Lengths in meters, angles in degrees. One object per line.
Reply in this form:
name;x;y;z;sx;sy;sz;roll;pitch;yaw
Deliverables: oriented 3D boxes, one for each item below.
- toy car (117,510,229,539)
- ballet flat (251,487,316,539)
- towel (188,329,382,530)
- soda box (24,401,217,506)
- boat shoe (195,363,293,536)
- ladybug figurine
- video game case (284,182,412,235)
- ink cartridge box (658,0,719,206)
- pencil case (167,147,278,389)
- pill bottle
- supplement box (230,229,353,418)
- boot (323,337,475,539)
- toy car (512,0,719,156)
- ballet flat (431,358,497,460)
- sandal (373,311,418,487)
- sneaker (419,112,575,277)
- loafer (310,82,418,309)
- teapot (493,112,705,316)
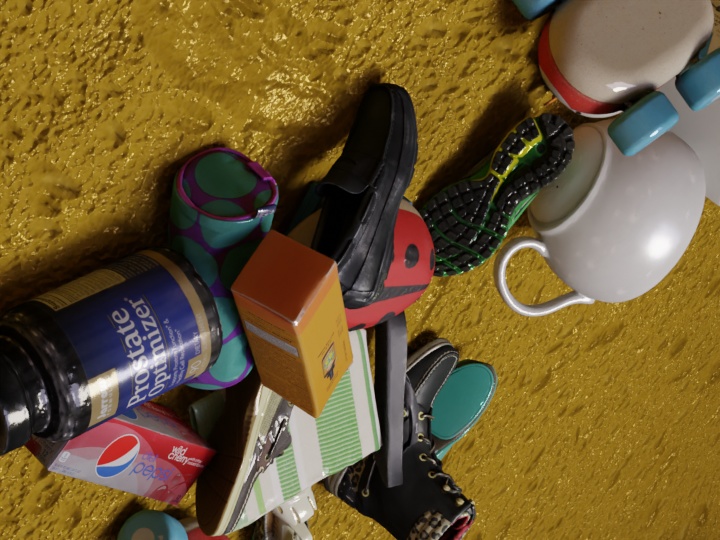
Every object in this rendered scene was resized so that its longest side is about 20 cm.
toy car;-0.148;0.350;1.818;0.177;0.200;0.184;-48;150;-3
ballet flat;-0.072;0.237;1.941;0.072;0.072;0.201;-32;145;-28
towel;-0.067;0.145;1.819;0.200;0.023;0.153;-27;124;-31
soda box;-0.208;0.141;1.649;0.063;0.070;0.200;-54;150;5
boat shoe;-0.091;0.143;1.728;0.065;0.073;0.200;13;99;-33
ladybug figurine;0.000;0.000;1.732;0.200;0.072;0.136;-13;133;-47
video game case;-0.044;0.013;1.779;0.143;0.018;0.200;5;120;-54
ink cartridge box;0.400;-0.191;2.016;0.200;0.147;0.145;-27;143;-35
pencil case;-0.116;0.001;1.603;0.092;0.085;0.200;-16;137;-28
pill bottle;-0.215;0.065;1.513;0.200;0.112;0.112;-27;143;-35
supplement box;-0.053;0.047;1.598;0.067;0.069;0.200;-57;161;-21
boot;0.072;0.188;1.991;0.204;0.154;0.073;-54;150;9
toy car;0.217;-0.189;1.801;0.177;0.185;0.200;-33;175;-27
ballet flat;0.071;0.173;2.080;0.200;0.067;0.070;-51;175;2
sandal;0.039;0.125;1.909;0.043;0.076;0.201;-4;115;-13
sneaker;0.126;-0.068;1.859;0.200;0.078;0.085;-41;180;7
loafer;-0.001;-0.068;1.639;0.070;0.068;0.201;23;72;-36
teapot;0.231;-0.071;1.928;0.146;0.200;0.197;27;140;-24
